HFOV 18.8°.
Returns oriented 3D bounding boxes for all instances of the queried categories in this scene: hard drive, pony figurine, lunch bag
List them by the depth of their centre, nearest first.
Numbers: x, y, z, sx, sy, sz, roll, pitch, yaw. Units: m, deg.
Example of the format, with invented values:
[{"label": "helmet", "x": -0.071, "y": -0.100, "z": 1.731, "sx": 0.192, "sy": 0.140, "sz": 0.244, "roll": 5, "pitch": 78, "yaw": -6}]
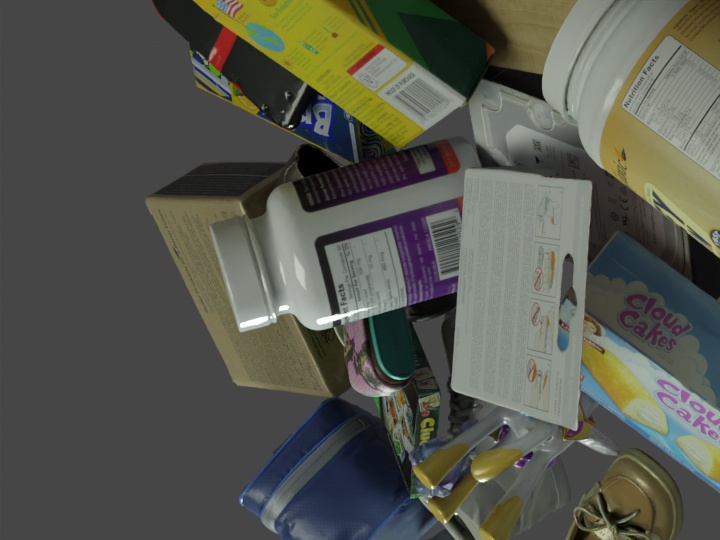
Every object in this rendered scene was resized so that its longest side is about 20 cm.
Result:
[{"label": "hard drive", "x": 0.162, "y": -0.062, "z": 1.514, "sx": 0.200, "sy": 0.038, "sz": 0.140, "roll": 27, "pitch": 140, "yaw": 41}, {"label": "pony figurine", "x": 0.130, "y": 0.108, "z": 1.614, "sx": 0.167, "sy": 0.200, "sz": 0.193, "roll": 54, "pitch": 167, "yaw": -16}, {"label": "lunch bag", "x": -0.014, "y": 0.192, "z": 1.896, "sx": 0.132, "sy": 0.136, "sz": 0.200, "roll": 45, "pitch": 180, "yaw": 15}]

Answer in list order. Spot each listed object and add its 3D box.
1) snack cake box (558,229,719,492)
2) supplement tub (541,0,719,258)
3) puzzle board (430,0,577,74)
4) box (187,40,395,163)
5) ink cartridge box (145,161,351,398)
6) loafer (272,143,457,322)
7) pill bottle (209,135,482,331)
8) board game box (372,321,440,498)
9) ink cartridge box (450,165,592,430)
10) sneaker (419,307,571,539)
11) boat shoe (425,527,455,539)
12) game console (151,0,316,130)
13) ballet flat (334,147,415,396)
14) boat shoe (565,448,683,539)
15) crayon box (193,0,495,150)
[{"label": "snack cake box", "x": 0.226, "y": 0.074, "z": 1.477, "sx": 0.200, "sy": 0.067, "sz": 0.115, "roll": 37, "pitch": 160, "yaw": 10}, {"label": "supplement tub", "x": 0.220, "y": -0.092, "z": 1.286, "sx": 0.200, "sy": 0.144, "sz": 0.145, "roll": 40, "pitch": 148, "yaw": 24}, {"label": "puzzle board", "x": 0.100, "y": -0.206, "z": 1.470, "sx": 0.200, "sy": 0.017, "sz": 0.151, "roll": 16, "pitch": 129, "yaw": 47}, {"label": "box", "x": -0.048, "y": -0.154, "z": 1.696, "sx": 0.200, "sy": 0.064, "sz": 0.070, "roll": 29, "pitch": 141, "yaw": 38}, {"label": "ink cartridge box", "x": -0.083, "y": 0.006, "z": 1.902, "sx": 0.165, "sy": 0.075, "sz": 0.200, "roll": 6, "pitch": 126, "yaw": 55}, {"label": "loafer", "x": 0.001, "y": -0.032, "z": 1.741, "sx": 0.200, "sy": 0.073, "sz": 0.071, "roll": 37, "pitch": 146, "yaw": 27}, {"label": "pill bottle", "x": -0.004, "y": -0.021, "z": 1.586, "sx": 0.111, "sy": 0.199, "sz": 0.112, "roll": 165, "pitch": 90, "yaw": -85}, {"label": "board game box", "x": 0.028, "y": 0.080, "z": 1.753, "sx": 0.200, "sy": 0.023, "sz": 0.105, "roll": -111, "pitch": 17, "yaw": -53}, {"label": "ink cartridge box", "x": 0.122, "y": 0.013, "z": 1.448, "sx": 0.200, "sy": 0.050, "sz": 0.163, "roll": -168, "pitch": 80, "yaw": -67}, {"label": "sneaker", "x": 0.090, "y": 0.134, "z": 1.743, "sx": 0.074, "sy": 0.115, "sz": 0.200, "roll": 4, "pitch": 122, "yaw": 56}, {"label": "boat shoe", "x": 0.076, "y": 0.274, "z": 1.843, "sx": 0.200, "sy": 0.070, "sz": 0.071, "roll": -91, "pitch": -23, "yaw": -70}, {"label": "game console", "x": -0.070, "y": -0.231, "z": 1.619, "sx": 0.177, "sy": 0.031, "sz": 0.200, "roll": 42, "pitch": 128, "yaw": 19}, {"label": "ballet flat", "x": 0.000, "y": 0.000, "z": 1.679, "sx": 0.071, "sy": 0.069, "sz": 0.201, "roll": -17, "pitch": 74, "yaw": 46}, {"label": "boat shoe", "x": 0.200, "y": 0.213, "z": 1.715, "sx": 0.073, "sy": 0.063, "sz": 0.200, "roll": 42, "pitch": 148, "yaw": 22}, {"label": "crayon box", "x": -0.018, "y": -0.174, "z": 1.513, "sx": 0.200, "sy": 0.051, "sz": 0.127, "roll": 35, "pitch": 159, "yaw": -11}]
